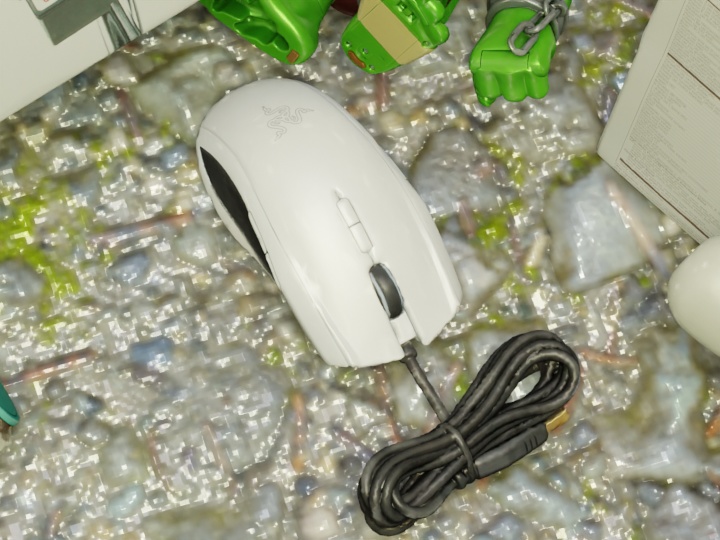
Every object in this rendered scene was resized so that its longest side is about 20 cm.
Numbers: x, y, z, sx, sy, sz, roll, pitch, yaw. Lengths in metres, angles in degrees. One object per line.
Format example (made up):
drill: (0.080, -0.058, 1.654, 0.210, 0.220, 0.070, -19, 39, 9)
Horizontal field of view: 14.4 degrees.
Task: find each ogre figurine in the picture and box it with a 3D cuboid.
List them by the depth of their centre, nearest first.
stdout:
ogre figurine: (0.013, -0.135, 1.201, 0.120, 0.199, 0.098, -47, 123, -35)

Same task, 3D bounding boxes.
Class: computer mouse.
computer mouse: (0.000, 0.000, 1.166, 0.109, 0.044, 0.200, -30, 74, -17)

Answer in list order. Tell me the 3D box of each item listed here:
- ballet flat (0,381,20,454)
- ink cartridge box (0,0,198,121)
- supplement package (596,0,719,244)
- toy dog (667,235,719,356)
ballet flat: (-0.207, -0.001, 1.143, 0.071, 0.072, 0.201, -25, 72, -15)
ink cartridge box: (-0.120, -0.154, 1.156, 0.199, 0.083, 0.147, -32, 34, -9)
supplement package: (0.186, -0.088, 1.147, 0.114, 0.200, 0.110, 42, 70, 11)
toy dog: (0.217, 0.052, 1.145, 0.201, 0.131, 0.096, 60, 27, -13)
